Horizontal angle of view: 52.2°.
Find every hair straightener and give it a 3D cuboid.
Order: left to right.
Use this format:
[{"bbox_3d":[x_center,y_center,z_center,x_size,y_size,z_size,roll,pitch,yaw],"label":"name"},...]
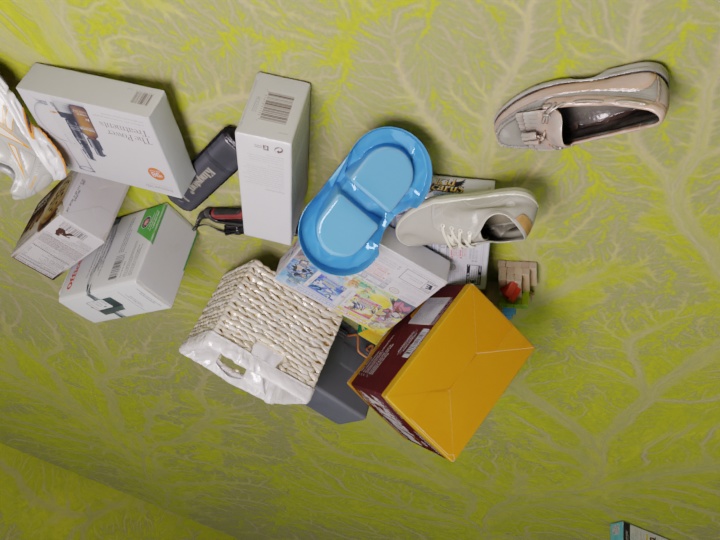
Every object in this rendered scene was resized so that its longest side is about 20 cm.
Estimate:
[{"bbox_3d":[-0.169,-0.064,1.118,0.195,0.042,0.077,-3,144,23],"label":"hair straightener"}]

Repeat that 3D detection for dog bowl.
[{"bbox_3d":[0.004,-0.089,0.918,0.111,0.050,0.201,36,103,-16],"label":"dog bowl"}]

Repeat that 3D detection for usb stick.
[{"bbox_3d":[-0.213,-0.139,1.030,0.055,0.033,0.198,31,143,-25],"label":"usb stick"}]

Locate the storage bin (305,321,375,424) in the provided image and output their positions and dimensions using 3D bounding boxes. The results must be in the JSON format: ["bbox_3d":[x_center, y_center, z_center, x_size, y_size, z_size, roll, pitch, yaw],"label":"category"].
[{"bbox_3d":[-0.046,0.189,1.368,0.143,0.137,0.199,-19,136,40],"label":"storage bin"}]

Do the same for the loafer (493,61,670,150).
[{"bbox_3d":[0.233,-0.167,0.799,0.196,0.064,0.072,-12,139,33],"label":"loafer"}]

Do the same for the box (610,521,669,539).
[{"bbox_3d":[0.754,0.740,1.953,0.196,0.084,0.049,25,147,-17],"label":"box"}]

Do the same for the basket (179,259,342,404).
[{"bbox_3d":[-0.163,0.105,1.204,0.196,0.164,0.199,32,160,-18],"label":"basket"}]

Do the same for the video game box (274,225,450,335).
[{"bbox_3d":[0.000,0.000,1.053,0.197,0.048,0.182,29,138,-17],"label":"video game box"}]

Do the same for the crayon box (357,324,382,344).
[{"bbox_3d":[0.107,0.111,1.265,0.198,0.059,0.118,31,144,-25],"label":"crayon box"}]

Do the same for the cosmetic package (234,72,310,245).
[{"bbox_3d":[-0.108,-0.136,0.934,0.069,0.104,0.202,12,146,2],"label":"cosmetic package"}]

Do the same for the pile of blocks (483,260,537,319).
[{"bbox_3d":[0.222,0.062,1.147,0.080,0.063,0.201,16,148,-4],"label":"pile of blocks"}]

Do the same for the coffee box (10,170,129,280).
[{"bbox_3d":[-0.448,-0.077,1.134,0.079,0.115,0.198,34,143,-30],"label":"coffee box"}]

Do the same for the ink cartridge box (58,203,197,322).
[{"bbox_3d":[-0.373,-0.008,1.179,0.196,0.150,0.083,-10,143,33],"label":"ink cartridge box"}]

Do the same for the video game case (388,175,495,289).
[{"bbox_3d":[0.095,-0.054,1.034,0.176,0.046,0.202,6,146,9],"label":"video game case"}]

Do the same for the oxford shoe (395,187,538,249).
[{"bbox_3d":[0.128,-0.056,0.928,0.196,0.059,0.075,-8,144,32],"label":"oxford shoe"}]

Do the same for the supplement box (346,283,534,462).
[{"bbox_3d":[0.109,0.141,1.075,0.133,0.198,0.200,42,167,-10],"label":"supplement box"}]

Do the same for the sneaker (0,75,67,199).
[{"bbox_3d":[-0.476,-0.184,0.954,0.202,0.092,0.075,56,157,-18],"label":"sneaker"}]

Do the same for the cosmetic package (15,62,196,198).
[{"bbox_3d":[-0.329,-0.182,0.968,0.195,0.053,0.152,14,150,15],"label":"cosmetic package"}]
